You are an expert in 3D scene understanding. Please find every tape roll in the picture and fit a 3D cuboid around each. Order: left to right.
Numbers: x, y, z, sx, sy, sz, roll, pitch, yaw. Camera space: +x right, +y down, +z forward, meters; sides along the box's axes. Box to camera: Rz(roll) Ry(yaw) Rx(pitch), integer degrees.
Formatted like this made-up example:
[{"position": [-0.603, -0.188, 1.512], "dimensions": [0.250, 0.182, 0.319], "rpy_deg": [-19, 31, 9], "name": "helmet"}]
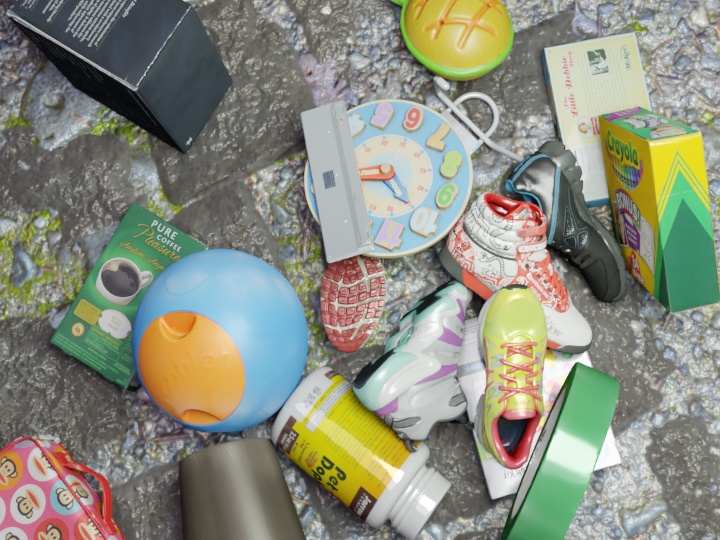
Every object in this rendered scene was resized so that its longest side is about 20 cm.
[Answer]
[{"position": [0.200, 0.194, 0.930], "dimensions": [0.047, 0.201, 0.204], "rpy_deg": [22, 81, 11], "name": "tape roll"}]

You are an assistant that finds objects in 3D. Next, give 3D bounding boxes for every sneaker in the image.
[{"position": [0.000, 0.000, 1.095], "dimensions": [0.076, 0.082, 0.204], "rpy_deg": [5, 69, 8], "name": "sneaker"}, {"position": [0.092, 0.114, 1.032], "dimensions": [0.141, 0.077, 0.200], "rpy_deg": [50, 63, -10], "name": "sneaker"}, {"position": [0.165, 0.115, 0.968], "dimensions": [0.076, 0.091, 0.205], "rpy_deg": [-2, 109, -4], "name": "sneaker"}, {"position": [0.189, 0.000, 1.010], "dimensions": [0.200, 0.067, 0.109], "rpy_deg": [35, 124, 6], "name": "sneaker"}, {"position": [0.235, -0.043, 1.061], "dimensions": [0.081, 0.073, 0.202], "rpy_deg": [-32, 99, -13], "name": "sneaker"}]

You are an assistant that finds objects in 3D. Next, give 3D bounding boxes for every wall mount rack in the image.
[{"position": [0.111, -0.130, 1.118], "dimensions": [0.200, 0.075, 0.174], "rpy_deg": [-45, 78, -3], "name": "wall mount rack"}]

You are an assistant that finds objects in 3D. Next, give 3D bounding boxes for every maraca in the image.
[{"position": [0.109, -0.317, 1.146], "dimensions": [0.135, 0.108, 0.202], "rpy_deg": [-20, 61, -11], "name": "maraca"}]

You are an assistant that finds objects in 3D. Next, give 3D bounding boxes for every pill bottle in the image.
[{"position": [0.002, 0.208, 1.037], "dimensions": [0.199, 0.109, 0.110], "rpy_deg": [37, 84, 13], "name": "pill bottle"}]

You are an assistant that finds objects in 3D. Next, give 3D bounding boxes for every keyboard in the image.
[{"position": [-0.028, -0.105, 1.053], "dimensions": [0.055, 0.011, 0.204], "rpy_deg": [-18, 63, 13], "name": "keyboard"}]

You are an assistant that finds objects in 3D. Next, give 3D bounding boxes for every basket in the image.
[{"position": [-0.131, 0.301, 1.023], "dimensions": [0.178, 0.135, 0.204], "rpy_deg": [-27, 67, 28], "name": "basket"}]

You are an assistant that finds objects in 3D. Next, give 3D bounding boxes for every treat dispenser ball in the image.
[{"position": [-0.156, 0.079, 1.038], "dimensions": [0.196, 0.201, 0.206], "rpy_deg": [-1, 77, 6], "name": "treat dispenser ball"}]

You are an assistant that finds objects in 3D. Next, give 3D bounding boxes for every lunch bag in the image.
[{"position": [-0.369, 0.297, 1.076], "dimensions": [0.175, 0.082, 0.201], "rpy_deg": [-39, 76, -4], "name": "lunch bag"}]

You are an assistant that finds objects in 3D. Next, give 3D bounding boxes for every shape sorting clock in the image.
[{"position": [0.031, -0.110, 1.065], "dimensions": [0.195, 0.039, 0.205], "rpy_deg": [-2, 71, 7], "name": "shape sorting clock"}]

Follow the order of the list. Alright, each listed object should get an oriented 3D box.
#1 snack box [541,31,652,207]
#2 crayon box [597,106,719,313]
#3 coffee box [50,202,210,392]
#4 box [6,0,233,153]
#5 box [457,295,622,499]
[{"position": [0.295, -0.183, 1.127], "dimensions": [0.113, 0.037, 0.205], "rpy_deg": [-8, 77, 3], "name": "snack box"}, {"position": [0.313, -0.073, 0.987], "dimensions": [0.057, 0.200, 0.176], "rpy_deg": [-13, 106, 3], "name": "crayon box"}, {"position": [-0.279, 0.033, 1.143], "dimensions": [0.121, 0.044, 0.203], "rpy_deg": [27, 82, 11], "name": "coffee box"}, {"position": [-0.285, -0.270, 1.131], "dimensions": [0.195, 0.200, 0.125], "rpy_deg": [33, 82, 12], "name": "box"}, {"position": [0.195, 0.143, 1.065], "dimensions": [0.152, 0.041, 0.204], "rpy_deg": [-15, 77, 4], "name": "box"}]
